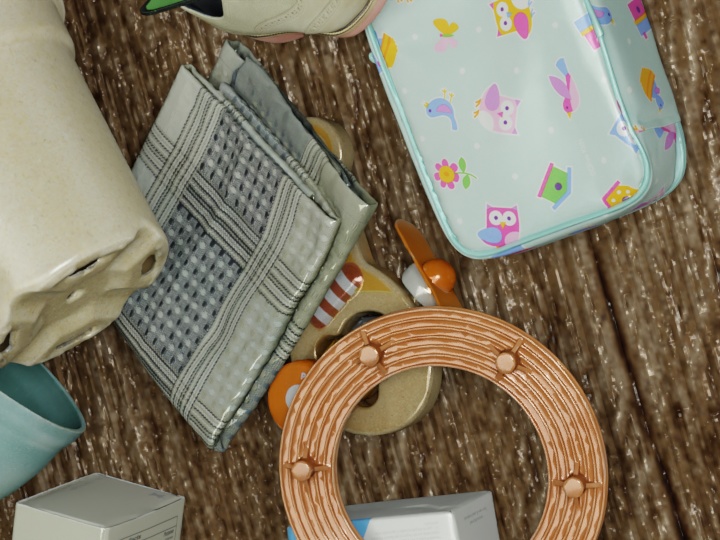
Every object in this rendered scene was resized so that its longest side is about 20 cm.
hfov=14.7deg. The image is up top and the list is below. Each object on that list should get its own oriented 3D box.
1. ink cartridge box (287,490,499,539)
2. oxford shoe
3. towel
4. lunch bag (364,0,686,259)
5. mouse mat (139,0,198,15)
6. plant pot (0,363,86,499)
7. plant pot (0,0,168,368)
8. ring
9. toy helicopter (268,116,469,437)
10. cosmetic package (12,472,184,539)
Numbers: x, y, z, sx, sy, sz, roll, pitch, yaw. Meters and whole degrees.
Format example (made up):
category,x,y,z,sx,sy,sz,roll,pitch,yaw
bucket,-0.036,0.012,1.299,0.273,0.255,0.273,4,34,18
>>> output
category,x,y,z,sx,sy,sz,roll,pitch,yaw
ink cartridge box,0.034,0.244,1.714,0.115,0.068,0.201,-7,93,26
oxford shoe,-0.045,-0.171,1.639,0.200,0.074,0.071,-17,72,59
towel,-0.089,-0.020,1.715,0.200,0.034,0.193,-58,45,20
lunch bag,0.091,-0.115,1.630,0.160,0.077,0.201,-22,85,33
mouse mat,-0.032,-0.212,1.618,0.161,0.200,0.008,-14,118,27
plant pot,-0.290,0.084,1.746,0.200,0.200,0.134,42,95,15
plant pot,-0.219,-0.050,1.712,0.200,0.200,0.184,-45,72,24
ring,0.046,0.121,1.641,0.200,0.019,0.201,3,100,15
toy helicopter,0.000,0.000,1.695,0.132,0.079,0.201,-19,81,29
cosmetic package,-0.178,0.242,1.799,0.073,0.103,0.201,12,102,25
